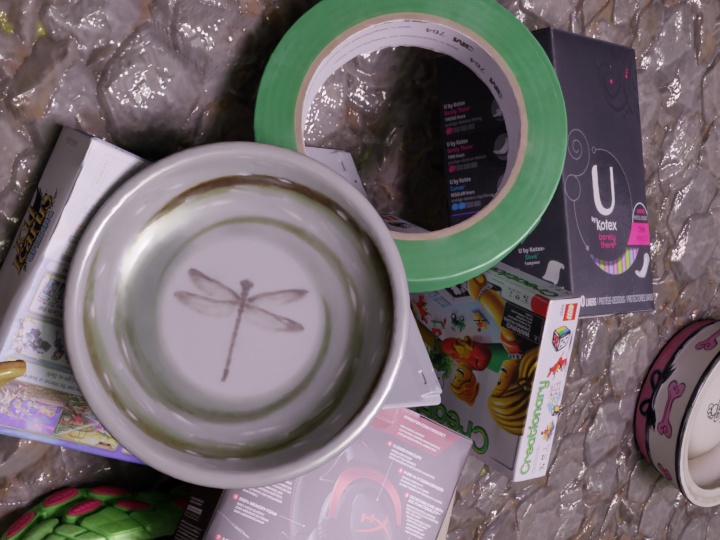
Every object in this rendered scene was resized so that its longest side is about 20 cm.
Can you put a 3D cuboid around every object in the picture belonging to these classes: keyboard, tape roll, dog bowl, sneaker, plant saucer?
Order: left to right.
[{"bbox_3d":[-0.145,0.192,0.773,0.199,0.077,0.084,7,99,-42],"label":"sneaker"},{"bbox_3d":[-0.072,0.027,0.678,0.199,0.050,0.201,1,81,-5],"label":"plant saucer"},{"bbox_3d":[0.000,0.000,0.769,0.056,0.201,0.011,-2,151,-36],"label":"keyboard"},{"bbox_3d":[0.031,-0.088,0.743,0.201,0.200,0.048,-55,176,-10],"label":"tape roll"},{"bbox_3d":[0.369,0.143,1.210,0.200,0.074,0.201,-18,119,-35],"label":"dog bowl"}]

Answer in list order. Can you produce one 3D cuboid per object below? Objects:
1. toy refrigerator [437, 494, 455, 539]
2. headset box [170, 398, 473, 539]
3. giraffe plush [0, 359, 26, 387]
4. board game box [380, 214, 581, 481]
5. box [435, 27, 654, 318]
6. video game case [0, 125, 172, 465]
[{"bbox_3d":[0.013,0.244,0.935,0.070,0.076,0.201,-3,110,-41],"label":"toy refrigerator"},{"bbox_3d":[-0.028,0.152,0.741,0.148,0.075,0.201,27,76,-18],"label":"headset box"},{"bbox_3d":[-0.257,0.031,0.571,0.162,0.172,0.201,33,73,-65],"label":"giraffe plush"},{"bbox_3d":[0.062,0.047,0.810,0.034,0.200,0.127,-4,109,-38],"label":"board game box"},{"bbox_3d":[0.137,-0.064,0.844,0.122,0.106,0.201,-3,87,-49],"label":"box"},{"bbox_3d":[-0.137,0.029,0.734,0.200,0.045,0.182,24,89,-44],"label":"video game case"}]
